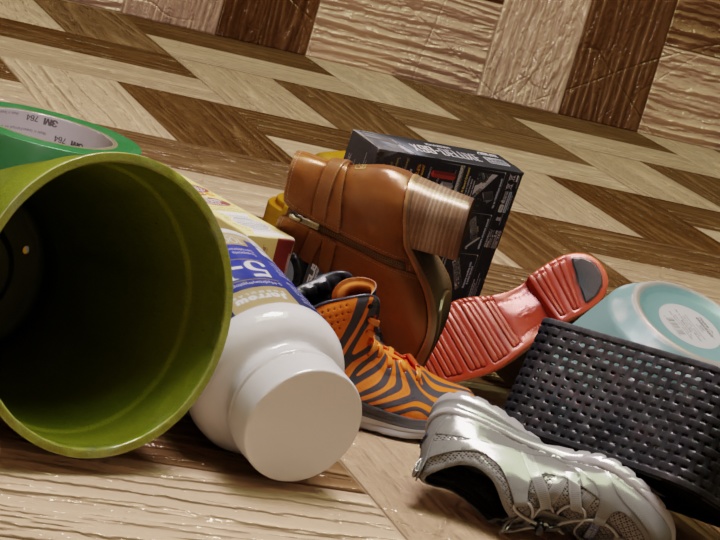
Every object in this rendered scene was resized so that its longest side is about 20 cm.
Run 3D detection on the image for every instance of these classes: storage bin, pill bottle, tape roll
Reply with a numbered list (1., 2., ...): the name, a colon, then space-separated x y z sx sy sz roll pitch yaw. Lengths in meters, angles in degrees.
1. storage bin: 0.220 0.119 1.646 0.200 0.094 0.135 17 -12 45
2. pill bottle: -0.081 0.062 1.576 0.120 0.120 0.200 8 22 -32
3. tape roll: -0.331 -0.127 2.280 0.200 0.048 0.200 16 12 -4

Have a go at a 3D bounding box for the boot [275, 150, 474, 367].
1. boot: 0.000 0.000 1.793 0.155 0.200 0.074 16 25 7

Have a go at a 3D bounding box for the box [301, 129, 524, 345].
1. box: 0.037 -0.011 1.883 0.158 0.200 0.050 7 19 -34

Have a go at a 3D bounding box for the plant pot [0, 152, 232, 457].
1. plant pot: -0.224 0.009 1.498 0.200 0.201 0.193 6 5 -39

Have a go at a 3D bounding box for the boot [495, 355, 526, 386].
1. boot: 0.210 0.087 1.990 0.200 0.070 0.146 27 14 23

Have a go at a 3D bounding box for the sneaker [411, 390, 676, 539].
1. sneaker: 0.127 0.168 1.569 0.200 0.075 0.082 24 50 10

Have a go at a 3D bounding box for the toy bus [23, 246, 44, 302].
1. toy bus: -0.253 -0.003 1.664 0.200 0.078 0.065 35 4 23

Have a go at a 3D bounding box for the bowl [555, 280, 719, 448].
1. bowl: 0.256 0.084 1.830 0.201 0.105 0.201 20 30 -12

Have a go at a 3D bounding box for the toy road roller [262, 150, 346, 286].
1. toy road roller: 0.003 -0.027 2.028 0.200 0.146 0.123 21 14 21

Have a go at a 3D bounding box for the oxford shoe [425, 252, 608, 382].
1. oxford shoe: 0.123 0.055 1.895 0.200 0.071 0.073 -23 -19 -6

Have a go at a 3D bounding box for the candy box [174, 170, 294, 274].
1. candy box: -0.145 -0.007 1.826 0.055 0.116 0.200 6 16 -40

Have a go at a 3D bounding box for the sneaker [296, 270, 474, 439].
1. sneaker: 0.014 0.065 1.717 0.200 0.112 0.078 9 14 -29
